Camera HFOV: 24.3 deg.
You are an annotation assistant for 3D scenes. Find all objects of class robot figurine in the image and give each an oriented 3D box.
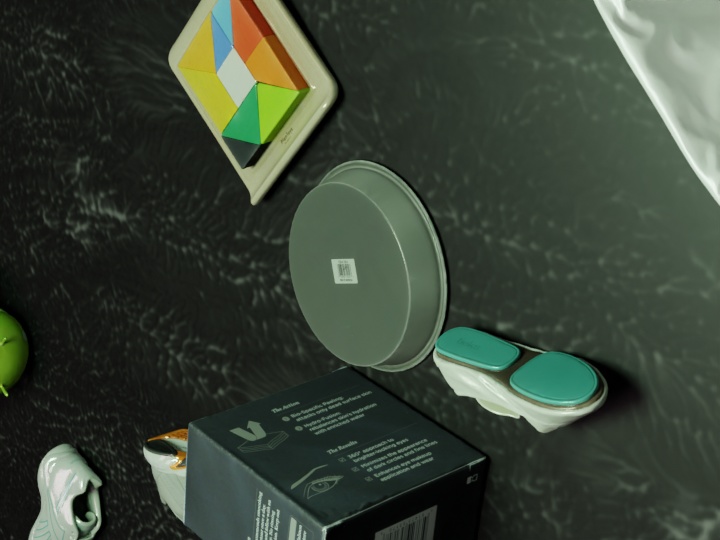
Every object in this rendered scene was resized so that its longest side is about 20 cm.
[{"bbox_3d":[-0.499,0.090,2.121,0.199,0.115,0.177,24,121,44],"label":"robot figurine"}]

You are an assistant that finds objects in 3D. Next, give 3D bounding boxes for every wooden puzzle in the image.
[{"bbox_3d":[-0.114,-0.190,1.626,0.201,0.037,0.185,60,140,17],"label":"wooden puzzle"}]

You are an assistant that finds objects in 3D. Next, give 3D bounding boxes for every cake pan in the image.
[{"bbox_3d":[0.000,0.000,1.553,0.200,0.037,0.202,20,117,46],"label":"cake pan"}]

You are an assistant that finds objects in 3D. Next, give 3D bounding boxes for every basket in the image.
[{"bbox_3d":[0.270,-0.157,1.108,0.136,0.123,0.201,-46,68,47],"label":"basket"}]

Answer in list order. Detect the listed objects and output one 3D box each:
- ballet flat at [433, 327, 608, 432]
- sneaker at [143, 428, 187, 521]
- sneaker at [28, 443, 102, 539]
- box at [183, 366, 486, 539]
[{"bbox_3d":[0.140,0.099,1.408,0.199,0.069,0.070,18,116,51],"label":"ballet flat"},{"bbox_3d":[-0.161,0.242,1.812,0.200,0.075,0.093,24,128,53],"label":"sneaker"},{"bbox_3d":[-0.362,0.318,2.071,0.080,0.070,0.202,30,123,38],"label":"sneaker"},{"bbox_3d":[-0.026,0.201,1.526,0.200,0.196,0.118,31,126,40],"label":"box"}]
